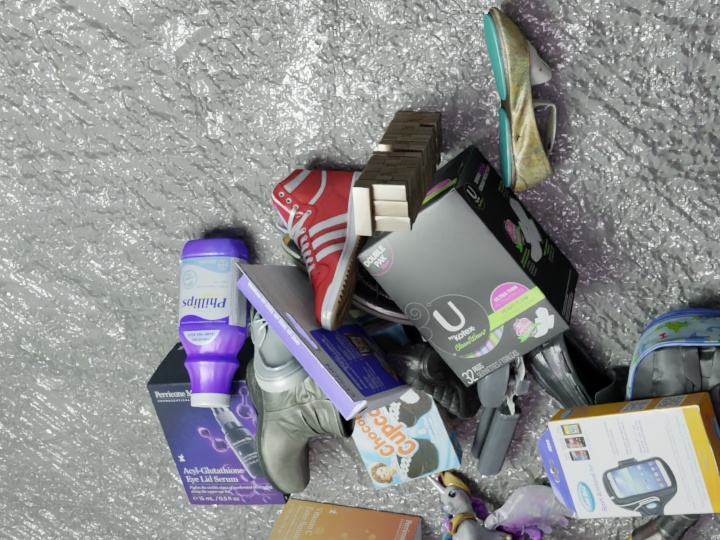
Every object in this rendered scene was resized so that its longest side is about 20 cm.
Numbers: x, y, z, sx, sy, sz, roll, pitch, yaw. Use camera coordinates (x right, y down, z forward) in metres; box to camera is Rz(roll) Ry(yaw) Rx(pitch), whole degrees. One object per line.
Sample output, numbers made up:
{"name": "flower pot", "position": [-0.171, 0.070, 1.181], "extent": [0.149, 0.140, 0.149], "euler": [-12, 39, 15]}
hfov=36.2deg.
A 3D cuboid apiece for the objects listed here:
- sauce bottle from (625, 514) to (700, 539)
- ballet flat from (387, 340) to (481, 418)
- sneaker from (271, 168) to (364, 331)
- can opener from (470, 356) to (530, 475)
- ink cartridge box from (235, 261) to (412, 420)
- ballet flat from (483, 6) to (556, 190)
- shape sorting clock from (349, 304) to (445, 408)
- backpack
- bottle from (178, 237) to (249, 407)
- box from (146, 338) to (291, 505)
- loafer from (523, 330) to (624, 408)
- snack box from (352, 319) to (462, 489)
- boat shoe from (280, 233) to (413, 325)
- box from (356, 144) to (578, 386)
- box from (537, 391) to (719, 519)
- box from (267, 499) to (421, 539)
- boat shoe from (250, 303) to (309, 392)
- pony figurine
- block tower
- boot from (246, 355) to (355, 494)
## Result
{"name": "sauce bottle", "position": [0.360, 0.362, 1.394], "extent": [0.066, 0.066, 0.201], "euler": [27, 121, 1]}
{"name": "ballet flat", "position": [0.098, 0.125, 1.303], "extent": [0.056, 0.067, 0.200], "euler": [12, 163, 34]}
{"name": "sneaker", "position": [-0.055, -0.029, 1.224], "extent": [0.112, 0.201, 0.071], "euler": [9, 148, 5]}
{"name": "can opener", "position": [0.157, 0.169, 1.333], "extent": [0.066, 0.054, 0.201], "euler": [-2, 130, -16]}
{"name": "ink cartridge box", "position": [-0.047, 0.074, 1.213], "extent": [0.043, 0.200, 0.198], "euler": [-45, 75, 13]}
{"name": "ballet flat", "position": [0.171, -0.181, 1.149], "extent": [0.070, 0.071, 0.201], "euler": [-1, 117, 18]}
{"name": "shape sorting clock", "position": [0.022, 0.117, 1.373], "extent": [0.198, 0.039, 0.202], "euler": [3, 111, 8]}
{"name": "backpack", "position": [0.382, 0.142, 1.208], "extent": [0.182, 0.147, 0.201], "euler": [2, 117, 23]}
{"name": "bottle", "position": [-0.178, 0.063, 1.331], "extent": [0.083, 0.065, 0.202], "euler": [-3, 79, 21]}
{"name": "box", "position": [-0.170, 0.198, 1.443], "extent": [0.147, 0.104, 0.201], "euler": [-6, 117, 21]}
{"name": "loafer", "position": [0.278, 0.149, 1.293], "extent": [0.201, 0.068, 0.070], "euler": [46, 131, -7]}
{"name": "snack box", "position": [0.036, 0.162, 1.346], "extent": [0.115, 0.037, 0.201], "euler": [-19, 106, 16]}
{"name": "boat shoe", "position": [0.000, 0.000, 1.289], "extent": [0.199, 0.075, 0.063], "euler": [33, 105, 9]}
{"name": "box", "position": [0.122, -0.005, 1.222], "extent": [0.148, 0.124, 0.200], "euler": [-34, 103, 29]}
{"name": "box", "position": [0.289, 0.201, 1.176], "extent": [0.199, 0.041, 0.120], "euler": [-12, 100, 40]}
{"name": "box", "position": [-0.027, 0.409, 1.488], "extent": [0.198, 0.152, 0.107], "euler": [4, 119, 15]}
{"name": "boat shoe", "position": [-0.103, 0.072, 1.296], "extent": [0.070, 0.201, 0.072], "euler": [-21, 115, 1]}
{"name": "pony figurine", "position": [0.171, 0.344, 1.388], "extent": [0.192, 0.200, 0.167], "euler": [23, 118, -15]}
{"name": "block tower", "position": [0.043, -0.104, 1.145], "extent": [0.057, 0.200, 0.054], "euler": [3, 120, 16]}
{"name": "boot", "position": [-0.063, 0.192, 1.336], "extent": [0.130, 0.068, 0.202], "euler": [3, 114, 35]}
